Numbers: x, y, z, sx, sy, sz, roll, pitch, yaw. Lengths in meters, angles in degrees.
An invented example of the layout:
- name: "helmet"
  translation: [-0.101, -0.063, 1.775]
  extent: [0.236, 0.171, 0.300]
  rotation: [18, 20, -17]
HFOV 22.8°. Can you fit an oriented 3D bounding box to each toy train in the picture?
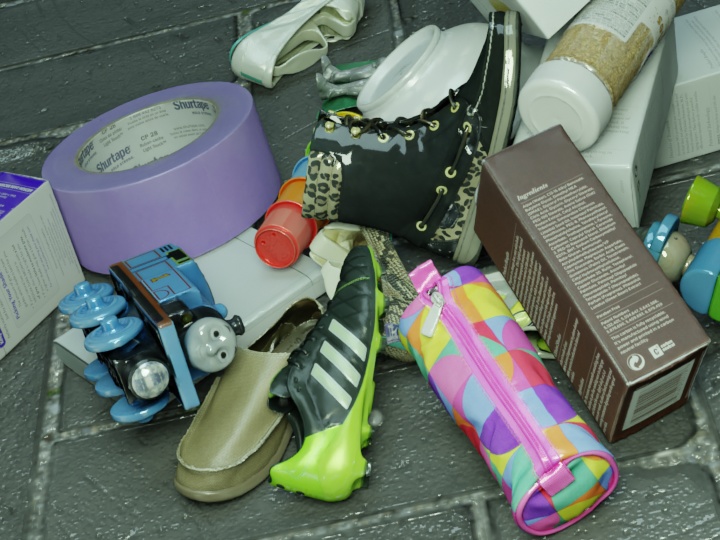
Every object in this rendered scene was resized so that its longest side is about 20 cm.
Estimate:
- name: "toy train"
  translation: [0.292, -0.039, 1.337]
  extent: [0.115, 0.085, 0.200]
  rotation: [24, 48, 17]
- name: "toy train"
  translation: [-0.157, 0.045, 1.351]
  extent: [0.113, 0.087, 0.200]
  rotation: [-24, 20, -13]

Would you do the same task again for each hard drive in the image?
- name: "hard drive"
  translation: [-0.139, 0.036, 1.480]
  extent: [0.199, 0.027, 0.131]
  rotation: [-35, 39, -26]

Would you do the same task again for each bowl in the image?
- name: "bowl"
  translation: [0.060, -0.142, 1.516]
  extent: [0.201, 0.090, 0.201]
  rotation: [-43, 17, 16]

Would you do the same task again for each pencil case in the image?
- name: "pencil case"
  translation: [0.096, 0.085, 1.229]
  extent: [0.088, 0.089, 0.201]
  rotation: [-25, 52, -14]

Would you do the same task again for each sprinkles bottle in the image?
- name: "sprinkles bottle"
  translation: [0.193, -0.178, 1.370]
  extent: [0.068, 0.069, 0.200]
  rotation: [11, 49, 33]

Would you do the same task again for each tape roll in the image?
- name: "tape roll"
  translation: [-0.176, -0.085, 1.590]
  extent: [0.198, 0.086, 0.201]
  rotation: [-15, 27, 8]

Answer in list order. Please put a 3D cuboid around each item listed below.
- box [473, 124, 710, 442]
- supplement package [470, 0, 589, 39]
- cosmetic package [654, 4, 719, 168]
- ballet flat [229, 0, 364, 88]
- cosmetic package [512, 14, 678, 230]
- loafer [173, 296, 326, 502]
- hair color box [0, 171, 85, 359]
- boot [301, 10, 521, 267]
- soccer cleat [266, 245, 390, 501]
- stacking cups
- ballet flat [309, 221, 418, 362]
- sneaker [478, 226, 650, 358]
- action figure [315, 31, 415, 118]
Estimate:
- name: "box"
  translation: [0.159, 0.009, 1.267]
  extent: [0.074, 0.100, 0.201]
  rotation: [-26, 65, -14]
- name: "supplement package"
  translation: [0.131, -0.267, 1.427]
  extent: [0.109, 0.114, 0.200]
  rotation: [-42, 14, 1]
- name: "cosmetic package"
  translation: [0.245, -0.149, 1.542]
  extent: [0.198, 0.082, 0.113]
  rotation: [-17, 35, 1]
- name: "ballet flat"
  translation: [-0.045, -0.247, 1.820]
  extent: [0.200, 0.070, 0.069]
  rotation: [-40, 41, -25]
- name: "cosmetic package"
  translation: [0.188, -0.125, 1.420]
  extent: [0.101, 0.074, 0.201]
  rotation: [5, 46, 20]
- name: "loafer"
  translation: [-0.079, 0.092, 1.341]
  extent: [0.075, 0.068, 0.200]
  rotation: [7, 40, 30]
- name: "hair color box"
  translation: [-0.329, 0.019, 1.506]
  extent: [0.064, 0.110, 0.200]
  rotation: [10, 41, 32]
- name: "boot"
  translation: [0.040, -0.111, 1.379]
  extent: [0.152, 0.206, 0.074]
  rotation: [12, 23, 4]
- name: "soccer cleat"
  translation: [-0.024, 0.068, 1.298]
  extent: [0.080, 0.068, 0.202]
  rotation: [8, 62, -1]
- name: "stacking cups"
  translation: [-0.037, -0.064, 1.536]
  extent: [0.060, 0.061, 0.201]
  rotation: [-1, 32, 19]
- name: "ballet flat"
  translation: [0.000, 0.000, 1.429]
  extent: [0.075, 0.068, 0.201]
  rotation: [12, 28, -25]
- name: "sneaker"
  translation: [0.160, 0.027, 1.355]
  extent: [0.198, 0.076, 0.077]
  rotation: [-18, 63, -7]
- name: "action figure"
  translation: [0.059, -0.188, 1.699]
  extent: [0.198, 0.055, 0.119]
  rotation: [-5, 33, 8]
